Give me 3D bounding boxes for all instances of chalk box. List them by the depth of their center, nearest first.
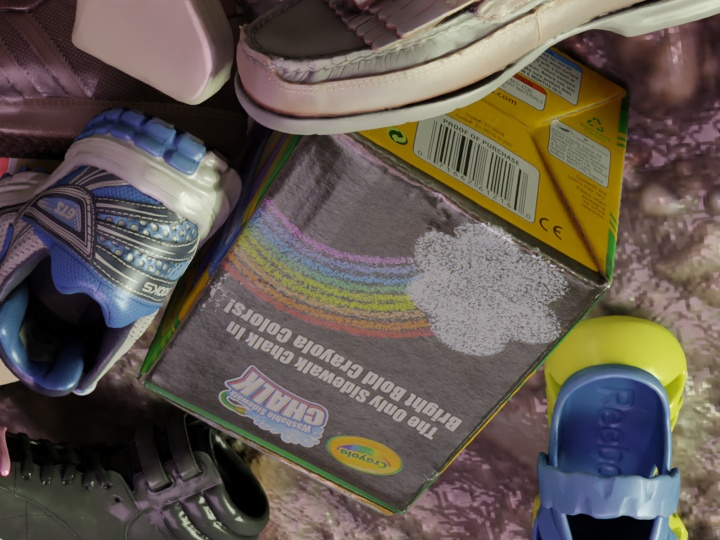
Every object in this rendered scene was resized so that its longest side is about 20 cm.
[{"bbox_3d":[0.000,0.000,0.660,0.124,0.124,0.200,29,130,-12],"label":"chalk box"}]

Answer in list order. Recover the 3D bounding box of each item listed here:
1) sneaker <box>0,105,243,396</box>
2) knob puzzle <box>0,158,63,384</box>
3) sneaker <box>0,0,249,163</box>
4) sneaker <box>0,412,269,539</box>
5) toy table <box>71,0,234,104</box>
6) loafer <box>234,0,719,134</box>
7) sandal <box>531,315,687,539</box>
[{"bbox_3d":[-0.120,0.007,0.640,0.077,0.086,0.200,31,153,-13],"label":"sneaker"},{"bbox_3d":[-0.182,-0.032,0.730,0.217,0.031,0.222,1,115,2],"label":"knob puzzle"},{"bbox_3d":[-0.140,-0.086,0.660,0.198,0.076,0.070,6,172,1],"label":"sneaker"},{"bbox_3d":[-0.128,0.093,0.787,0.199,0.071,0.099,35,108,-29],"label":"sneaker"},{"bbox_3d":[-0.109,-0.144,0.544,0.199,0.184,0.118,32,118,19],"label":"toy table"},{"bbox_3d":[0.048,-0.105,0.552,0.198,0.072,0.063,-19,136,-17],"label":"loafer"},{"bbox_3d":[0.111,0.120,0.753,0.079,0.087,0.201,-2,130,13],"label":"sandal"}]
